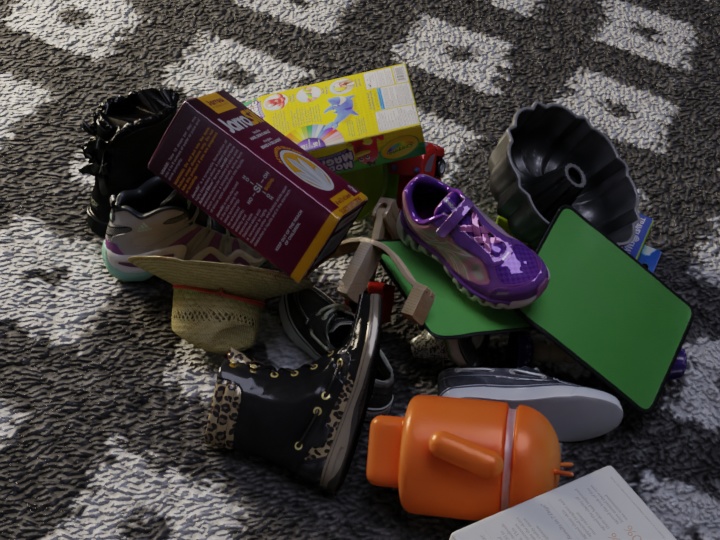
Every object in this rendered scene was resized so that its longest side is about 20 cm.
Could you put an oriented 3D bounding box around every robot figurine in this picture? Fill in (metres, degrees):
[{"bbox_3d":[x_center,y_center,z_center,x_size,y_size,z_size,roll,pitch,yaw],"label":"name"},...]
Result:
[{"bbox_3d":[-0.011,-0.120,1.638,0.116,0.176,0.200,42,22,6],"label":"robot figurine"},{"bbox_3d":[0.106,0.182,1.330,0.197,0.145,0.118,4,45,8],"label":"robot figurine"}]

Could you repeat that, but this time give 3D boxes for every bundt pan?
[{"bbox_3d":[0.229,-0.093,1.619,0.200,0.076,0.204,19,53,-27],"label":"bundt pan"}]

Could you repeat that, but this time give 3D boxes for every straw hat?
[{"bbox_3d":[-0.152,0.043,1.452,0.198,0.201,0.086,8,82,-6],"label":"straw hat"}]

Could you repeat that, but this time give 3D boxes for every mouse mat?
[{"bbox_3d":[0.265,0.040,1.500,0.199,0.008,0.162,38,56,-6],"label":"mouse mat"},{"bbox_3d":[0.123,0.014,1.499,0.198,0.008,0.162,-4,42,-30],"label":"mouse mat"}]

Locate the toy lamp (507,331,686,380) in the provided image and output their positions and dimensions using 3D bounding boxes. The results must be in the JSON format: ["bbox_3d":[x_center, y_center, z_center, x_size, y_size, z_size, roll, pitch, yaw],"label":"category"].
[{"bbox_3d":[0.264,0.096,1.538,0.197,0.059,0.059,3,40,-7],"label":"toy lamp"}]

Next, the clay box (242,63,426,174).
[{"bbox_3d":[-0.034,-0.159,1.533,0.197,0.048,0.116,-13,45,3],"label":"clay box"}]

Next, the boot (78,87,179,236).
[{"bbox_3d":[-0.234,-0.136,1.583,0.197,0.164,0.073,-26,54,-37],"label":"boot"}]

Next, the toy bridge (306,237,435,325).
[{"bbox_3d":[0.000,0.000,1.467,0.198,0.027,0.068,18,76,41],"label":"toy bridge"}]

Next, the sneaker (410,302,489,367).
[{"bbox_3d":[0.106,0.044,1.546,0.087,0.078,0.200,-6,20,23],"label":"sneaker"}]

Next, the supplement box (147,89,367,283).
[{"bbox_3d":[-0.104,-0.090,1.426,0.199,0.086,0.110,37,21,5],"label":"supplement box"}]

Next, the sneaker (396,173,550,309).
[{"bbox_3d":[0.111,-0.037,1.452,0.199,0.089,0.080,35,67,30],"label":"sneaker"}]

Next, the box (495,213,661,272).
[{"bbox_3d":[0.273,-0.044,1.709,0.198,0.048,0.122,22,41,12],"label":"box"}]

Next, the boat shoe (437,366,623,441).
[{"bbox_3d":[0.178,0.133,1.464,0.197,0.072,0.068,1,42,-3],"label":"boat shoe"}]

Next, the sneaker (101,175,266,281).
[{"bbox_3d":[-0.183,-0.060,1.525,0.197,0.141,0.078,-7,43,-22],"label":"sneaker"}]

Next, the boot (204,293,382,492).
[{"bbox_3d":[-0.062,0.105,1.377,0.148,0.073,0.203,13,78,7],"label":"boot"}]

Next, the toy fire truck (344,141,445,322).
[{"bbox_3d":[0.041,-0.048,1.570,0.048,0.203,0.141,9,7,26],"label":"toy fire truck"}]

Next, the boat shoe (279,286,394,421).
[{"bbox_3d":[-0.021,0.070,1.481,0.070,0.064,0.200,-16,48,-30],"label":"boat shoe"}]

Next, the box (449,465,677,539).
[{"bbox_3d":[0.187,0.292,1.247,0.198,0.107,0.153,-16,48,-30],"label":"box"}]
